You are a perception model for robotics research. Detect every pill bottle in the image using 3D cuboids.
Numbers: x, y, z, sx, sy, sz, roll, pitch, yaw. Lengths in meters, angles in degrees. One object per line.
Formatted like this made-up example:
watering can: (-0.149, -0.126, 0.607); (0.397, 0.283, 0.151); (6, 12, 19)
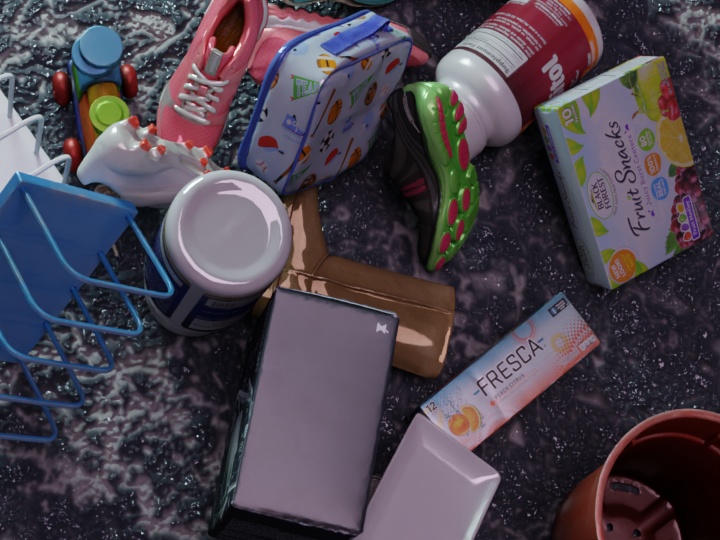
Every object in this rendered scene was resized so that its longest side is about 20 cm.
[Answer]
pill bottle: (0.151, -0.203, 1.618); (0.200, 0.113, 0.113); (-42, 87, -20)
pill bottle: (-0.140, -0.008, 1.442); (0.114, 0.200, 0.117); (5, 72, -16)

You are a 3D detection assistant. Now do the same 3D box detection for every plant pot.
plant pot: (0.281, 0.249, 1.473); (0.198, 0.195, 0.204); (4, 74, -12)

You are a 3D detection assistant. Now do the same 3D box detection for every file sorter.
file sorter: (-0.281, 0.040, 1.360); (0.138, 0.200, 0.123); (15, 33, -50)
file sorter: (-0.354, -0.095, 1.458); (0.138, 0.125, 0.201); (-35, 84, -21)

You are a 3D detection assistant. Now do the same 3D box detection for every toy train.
toy train: (-0.242, -0.126, 1.497); (0.084, 0.116, 0.203); (-8, 76, -14)

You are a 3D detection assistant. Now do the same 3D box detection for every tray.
tray: (0.051, 0.239, 1.429); (0.107, 0.022, 0.201); (36, 54, -8)

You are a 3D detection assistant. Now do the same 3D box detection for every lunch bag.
lunch bag: (-0.030, -0.168, 1.496); (0.075, 0.162, 0.200); (31, 33, 16)

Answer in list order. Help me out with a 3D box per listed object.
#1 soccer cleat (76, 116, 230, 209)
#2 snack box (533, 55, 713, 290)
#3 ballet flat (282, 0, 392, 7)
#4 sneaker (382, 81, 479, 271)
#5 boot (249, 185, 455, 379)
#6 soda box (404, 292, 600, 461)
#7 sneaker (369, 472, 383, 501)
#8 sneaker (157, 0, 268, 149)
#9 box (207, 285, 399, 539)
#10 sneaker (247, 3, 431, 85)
soccer cleat: (-0.187, -0.087, 1.476); (0.077, 0.199, 0.070); (-36, 60, 18)
snack box: (0.274, -0.102, 1.608); (0.141, 0.053, 0.202); (-26, 108, -18)
ballet flat: (-0.031, -0.311, 1.613); (0.199, 0.069, 0.070); (-10, 74, -50)
sneaker: (0.067, -0.097, 1.561); (0.076, 0.083, 0.202); (-31, 125, -43)
boot: (0.000, 0.000, 1.553); (0.198, 0.066, 0.177); (17, 75, -11)
soda box: (0.142, 0.110, 1.550); (0.199, 0.064, 0.069); (-36, 85, -21)
sneaker: (0.046, 0.281, 1.466); (0.077, 0.085, 0.202); (-23, 80, -18)
sneaker: (-0.152, -0.194, 1.526); (0.073, 0.087, 0.202); (22, 93, -5)
box: (-0.055, 0.146, 1.421); (0.122, 0.197, 0.203); (14, 71, -9)
sneaker: (-0.026, -0.217, 1.611); (0.197, 0.074, 0.088); (6, 83, -5)
